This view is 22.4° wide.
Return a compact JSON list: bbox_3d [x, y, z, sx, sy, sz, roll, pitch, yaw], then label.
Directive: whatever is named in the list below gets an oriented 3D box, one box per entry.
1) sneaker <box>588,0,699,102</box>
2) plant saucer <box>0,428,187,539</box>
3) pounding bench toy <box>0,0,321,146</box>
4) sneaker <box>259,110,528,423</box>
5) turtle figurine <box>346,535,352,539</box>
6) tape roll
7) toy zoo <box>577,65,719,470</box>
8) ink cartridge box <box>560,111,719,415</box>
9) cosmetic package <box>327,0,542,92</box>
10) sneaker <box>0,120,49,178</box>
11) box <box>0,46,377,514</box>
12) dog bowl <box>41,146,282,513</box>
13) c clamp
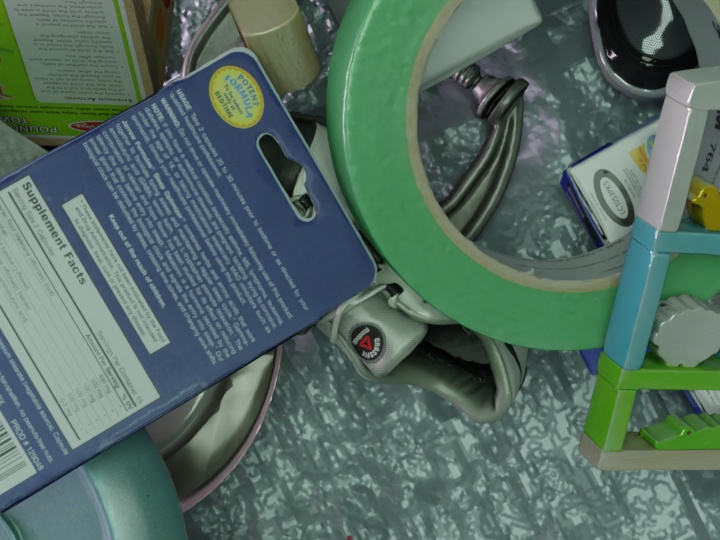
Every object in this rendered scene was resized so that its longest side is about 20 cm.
[{"bbox_3d":[0.159,-0.179,0.836,0.075,0.114,0.200,21,91,5],"label":"sneaker"},{"bbox_3d":[-0.171,0.131,0.807,0.200,0.027,0.201,0,91,22],"label":"plant saucer"},{"bbox_3d":[-0.113,-0.155,0.834,0.199,0.124,0.156,2,60,4],"label":"pounding bench toy"},{"bbox_3d":[0.000,0.000,0.821,0.200,0.089,0.074,31,120,-19],"label":"sneaker"},{"bbox_3d":[-0.067,0.180,0.859,0.199,0.150,0.101,10,46,7],"label":"turtle figurine"},{"bbox_3d":[0.086,-0.068,0.768,0.200,0.048,0.201,-2,103,-10],"label":"tape roll"},{"bbox_3d":[0.172,-0.010,0.761,0.131,0.020,0.201,3,111,-25],"label":"toy zoo"},{"bbox_3d":[0.185,-0.021,0.850,0.200,0.076,0.137,-29,86,3],"label":"ink cartridge box"},{"bbox_3d":[-0.003,-0.184,0.805,0.071,0.101,0.200,-29,103,-4],"label":"cosmetic package"},{"bbox_3d":[-0.181,-0.013,0.837,0.200,0.073,0.114,45,136,-15],"label":"sneaker"},{"bbox_3d":[-0.104,0.004,0.767,0.200,0.032,0.121,-30,91,-10],"label":"box"},{"bbox_3d":[-0.132,0.029,0.886,0.199,0.059,0.201,0,88,4],"label":"dog bowl"},{"bbox_3d":[0.003,-0.104,0.892,0.200,0.027,0.171,43,92,5],"label":"c clamp"}]
